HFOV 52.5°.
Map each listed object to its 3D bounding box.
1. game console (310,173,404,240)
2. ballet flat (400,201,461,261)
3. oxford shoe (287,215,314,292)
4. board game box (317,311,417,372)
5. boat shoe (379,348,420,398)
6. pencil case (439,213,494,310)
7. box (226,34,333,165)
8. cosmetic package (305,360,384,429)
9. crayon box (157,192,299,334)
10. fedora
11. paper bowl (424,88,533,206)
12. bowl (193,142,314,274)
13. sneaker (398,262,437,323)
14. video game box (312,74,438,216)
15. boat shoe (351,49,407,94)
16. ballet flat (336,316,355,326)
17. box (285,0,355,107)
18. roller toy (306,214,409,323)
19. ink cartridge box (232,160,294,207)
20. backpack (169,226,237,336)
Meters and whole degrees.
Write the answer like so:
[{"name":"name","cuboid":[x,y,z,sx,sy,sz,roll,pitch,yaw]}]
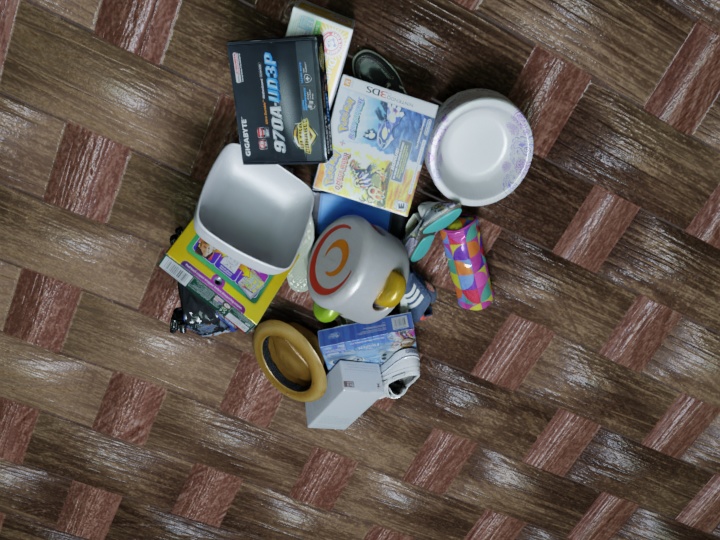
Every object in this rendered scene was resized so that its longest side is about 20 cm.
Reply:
[{"name":"game console","cuboid":[-0.002,-0.113,1.399,0.194,0.171,0.122,4,92,-6]},{"name":"ballet flat","cuboid":[0.126,-0.091,1.409,0.070,0.074,0.201,18,147,-12]},{"name":"oxford shoe","cuboid":[-0.122,-0.053,1.445,0.073,0.058,0.204,6,126,10]},{"name":"board game box","cuboid":[0.023,0.172,1.539,0.194,0.044,0.201,-11,148,2]},{"name":"boat shoe","cuboid":[0.072,0.238,1.549,0.070,0.067,0.200,9,144,-28]},{"name":"pencil case","cuboid":[0.217,-0.017,1.481,0.086,0.089,0.204,-15,119,5]},{"name":"box","cuboid":[-0.131,-0.282,1.215,0.154,0.046,0.205,1,112,13]},{"name":"cosmetic package","cuboid":[-0.038,0.270,1.567,0.099,0.076,0.201,8,142,-27]},{"name":"crayon box","cuboid":[-0.232,-0.019,1.311,0.199,0.174,0.058,39,142,-12]},{"name":"fedora","cuboid":[-0.136,0.178,1.543,0.196,0.082,0.205,17,126,25]},{"name":"paper bowl","cuboid":[0.212,-0.232,1.348,0.195,0.105,0.205,-4,119,-7]},{"name":"bowl","cuboid":[-0.194,-0.100,1.289,0.197,0.203,0.074,30,145,-20]},{"name":"sneaker","cuboid":[0.113,0.030,1.488,0.082,0.076,0.202,-9,141,1]},{"name":"video game box","cuboid":[0.025,-0.218,1.284,0.177,0.047,0.205,15,96,-5]},{"name":"boat shoe","cuboid":[0.053,-0.307,1.327,0.073,0.061,0.202,-29,116,11]},{"name":"ballet flat","cuboid":[-0.022,0.103,1.537,0.074,0.064,0.203,-22,118,8]},{"name":"box","cuboid":[-0.088,-0.349,1.269,0.110,0.102,0.204,17,116,-6]},{"name":"roller toy","cuboid":[0.000,0.000,1.389,0.138,0.187,0.198,25,143,-38]},{"name":"ink cartridge box","cuboid":[-0.212,-0.113,1.408,0.114,0.068,0.204,17,115,-12]},{"name":"backpack","cuboid":[-0.285,0.035,1.414,0.149,0.191,0.206,-2,74,-5]}]
